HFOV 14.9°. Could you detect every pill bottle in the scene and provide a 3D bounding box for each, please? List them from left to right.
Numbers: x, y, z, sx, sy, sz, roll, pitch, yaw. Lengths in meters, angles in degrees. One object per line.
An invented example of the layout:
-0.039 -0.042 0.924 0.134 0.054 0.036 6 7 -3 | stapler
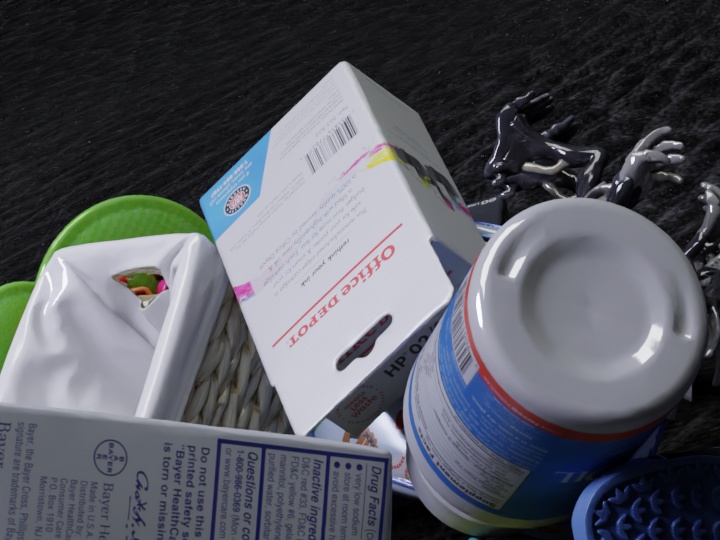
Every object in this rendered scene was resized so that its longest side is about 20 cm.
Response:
0.082 0.055 1.291 0.112 0.113 0.200 -26 -15 -21 | pill bottle

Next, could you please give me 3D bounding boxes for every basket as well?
-0.118 0.097 1.490 0.135 0.123 0.201 -6 58 43 | basket

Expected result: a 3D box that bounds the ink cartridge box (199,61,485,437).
0.000 0.000 1.412 0.115 0.068 0.200 -43 39 17 | ink cartridge box

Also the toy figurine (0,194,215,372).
-0.120 0.032 1.672 0.199 0.151 0.184 -15 7 -28 | toy figurine

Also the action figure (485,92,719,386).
0.162 -0.028 1.593 0.102 0.119 0.200 -44 60 -2 | action figure

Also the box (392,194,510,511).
0.043 0.047 1.632 0.122 0.107 0.200 -18 18 10 | box

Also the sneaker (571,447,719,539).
0.179 0.115 1.283 0.199 0.071 0.078 1 -1 -23 | sneaker

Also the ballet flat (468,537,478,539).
0.084 0.176 1.292 0.067 0.067 0.200 -48 22 -15 | ballet flat

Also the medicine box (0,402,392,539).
-0.113 0.123 1.243 0.199 0.104 0.182 9 -9 -25 | medicine box

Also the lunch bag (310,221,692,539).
0.077 0.052 1.456 0.199 0.161 0.075 13 -8 30 | lunch bag
